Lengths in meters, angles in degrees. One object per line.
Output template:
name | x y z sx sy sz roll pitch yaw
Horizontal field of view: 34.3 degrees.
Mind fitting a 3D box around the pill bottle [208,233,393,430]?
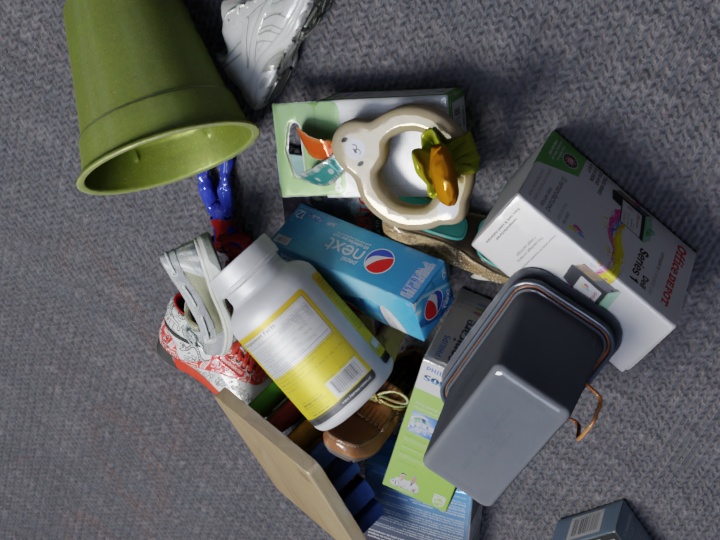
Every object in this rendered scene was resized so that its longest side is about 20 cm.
pill bottle | -0.066 0.062 1.235 0.200 0.112 0.112 49 127 -4

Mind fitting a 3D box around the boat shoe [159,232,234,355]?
boat shoe | -0.188 0.035 1.347 0.064 0.075 0.203 -16 149 -12

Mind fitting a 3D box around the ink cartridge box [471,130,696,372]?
ink cartridge box | 0.227 -0.021 1.160 0.200 0.145 0.084 40 129 -3

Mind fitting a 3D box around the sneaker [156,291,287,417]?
sneaker | -0.164 0.102 1.472 0.200 0.067 0.109 28 131 10

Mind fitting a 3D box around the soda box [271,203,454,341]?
soda box | 0.000 0.000 1.261 0.199 0.064 0.068 24 151 32

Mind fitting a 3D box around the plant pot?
plant pot | -0.228 -0.204 1.229 0.199 0.199 0.192 -22 83 34

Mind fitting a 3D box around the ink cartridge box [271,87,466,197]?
ink cartridge box | 0.012 -0.134 1.229 0.198 0.059 0.105 1 107 22

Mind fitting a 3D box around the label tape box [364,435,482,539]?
label tape box | 0.080 0.321 1.500 0.142 0.066 0.202 13 127 18

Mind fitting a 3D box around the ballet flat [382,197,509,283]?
ballet flat | 0.114 -0.027 1.257 0.198 0.071 0.065 23 149 -4

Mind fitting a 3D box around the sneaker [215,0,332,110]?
sneaker | -0.098 -0.263 1.206 0.099 0.078 0.200 38 128 3

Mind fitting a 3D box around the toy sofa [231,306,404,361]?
toy sofa | -0.046 0.038 1.351 0.198 0.083 0.098 8 143 21

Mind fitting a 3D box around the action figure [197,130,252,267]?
action figure | -0.176 -0.065 1.356 0.065 0.099 0.202 4 124 23

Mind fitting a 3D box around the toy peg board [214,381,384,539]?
toy peg board | -0.050 0.222 1.411 0.199 0.098 0.201 30 155 45

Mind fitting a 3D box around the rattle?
rattle | 0.008 -0.095 1.134 0.198 0.143 0.131 16 126 11

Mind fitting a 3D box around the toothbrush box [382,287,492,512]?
toothbrush box | 0.106 0.147 1.324 0.085 0.146 0.201 21 126 11

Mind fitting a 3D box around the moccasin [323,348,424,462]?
moccasin | 0.022 0.150 1.329 0.073 0.201 0.078 30 124 22

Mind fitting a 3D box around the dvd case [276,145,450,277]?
dvd case | 0.004 -0.063 1.317 0.198 0.022 0.147 8 123 19

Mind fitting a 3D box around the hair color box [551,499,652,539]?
hair color box | 0.328 0.385 1.425 0.099 0.061 0.201 -27 107 35

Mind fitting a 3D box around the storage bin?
storage bin | 0.151 0.128 1.113 0.145 0.135 0.201 33 130 2
